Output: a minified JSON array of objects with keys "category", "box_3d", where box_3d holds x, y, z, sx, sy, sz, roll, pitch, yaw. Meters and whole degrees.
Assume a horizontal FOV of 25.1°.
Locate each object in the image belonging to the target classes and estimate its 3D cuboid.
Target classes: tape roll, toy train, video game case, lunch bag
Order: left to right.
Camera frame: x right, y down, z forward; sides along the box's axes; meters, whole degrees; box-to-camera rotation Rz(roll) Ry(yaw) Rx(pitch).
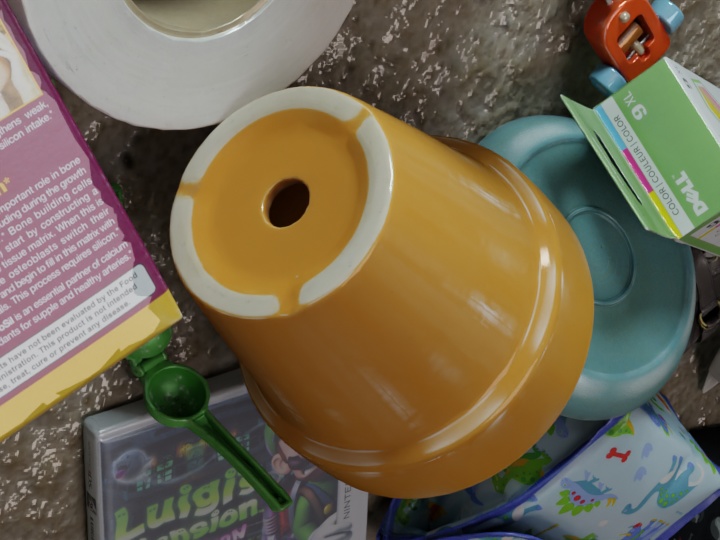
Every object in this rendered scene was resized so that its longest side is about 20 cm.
[{"category":"tape roll","box_3d":[-0.090,-0.174,0.787,0.202,0.071,0.203,-19,125,-29]},{"category":"video game case","box_3d":[-0.078,0.144,1.017,0.200,0.023,0.182,-16,124,-31]},{"category":"lunch bag","box_3d":[0.129,0.155,1.129,0.200,0.128,0.170,-41,136,12]},{"category":"toy train","box_3d":[0.186,-0.214,1.001,0.200,0.056,0.150,-52,137,1]}]

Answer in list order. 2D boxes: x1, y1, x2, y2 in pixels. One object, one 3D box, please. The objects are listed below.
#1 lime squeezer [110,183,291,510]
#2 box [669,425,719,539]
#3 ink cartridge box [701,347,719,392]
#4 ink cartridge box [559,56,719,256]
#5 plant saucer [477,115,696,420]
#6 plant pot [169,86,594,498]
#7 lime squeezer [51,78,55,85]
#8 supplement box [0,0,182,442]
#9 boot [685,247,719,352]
[{"category":"lime squeezer","box_3d":[-0.109,0.049,0.897,0.038,0.071,0.200,-30,99,-18]},{"category":"box","box_3d":[0.336,0.212,1.265,0.122,0.200,0.106,-3,117,-38]},{"category":"ink cartridge box","box_3d":[0.335,0.043,1.207,0.116,0.068,0.200,-33,158,-18]},{"category":"ink cartridge box","box_3d":[0.210,-0.070,1.020,0.059,0.104,0.200,-36,159,22]},{"category":"plant saucer","box_3d":[0.142,-0.006,1.020,0.200,0.027,0.201,10,71,-30]},{"category":"plant pot","box_3d":[0.000,0.000,0.849,0.200,0.200,0.183,-52,146,-2]},{"category":"lime squeezer","box_3d":[-0.229,-0.026,0.785,0.200,0.038,0.071,-24,130,-24]},{"category":"supplement box","box_3d":[-0.192,-0.032,0.728,0.131,0.103,0.200,-34,114,-18]},{"category":"boot","box_3d":[0.257,-0.022,1.157,0.174,0.069,0.200,-32,133,-21]}]
